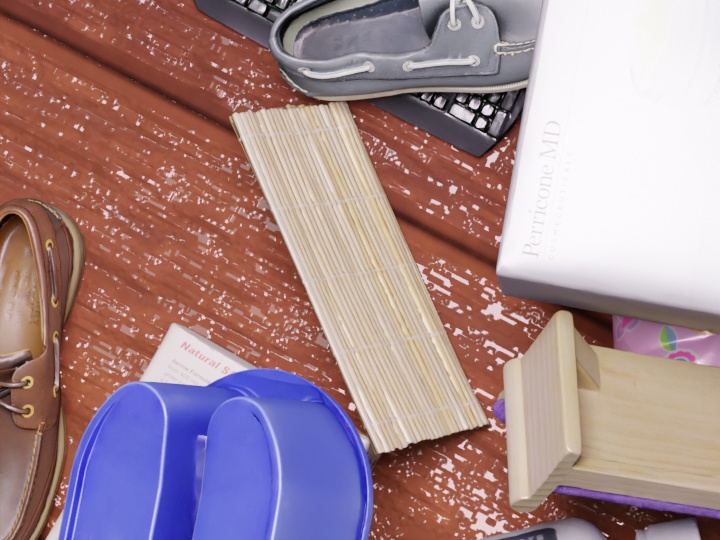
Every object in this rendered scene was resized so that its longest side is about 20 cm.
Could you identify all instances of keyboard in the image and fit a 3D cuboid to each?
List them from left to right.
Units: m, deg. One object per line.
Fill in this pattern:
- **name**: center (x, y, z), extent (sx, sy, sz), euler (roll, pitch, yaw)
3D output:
- **keyboard**: center (0.014, -0.159, 1.446), extent (0.199, 0.021, 0.128), euler (28, 97, 9)

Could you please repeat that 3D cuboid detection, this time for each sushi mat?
- **sushi mat**: center (0.000, 0.000, 1.405), extent (0.012, 0.095, 0.201), euler (-32, 77, 40)

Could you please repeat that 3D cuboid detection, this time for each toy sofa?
- **toy sofa**: center (0.168, 0.092, 1.320), extent (0.199, 0.098, 0.083), euler (10, 56, -18)

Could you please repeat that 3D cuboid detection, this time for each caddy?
- **caddy**: center (-0.070, 0.145, 1.310), extent (0.141, 0.105, 0.201), euler (7, 83, 32)

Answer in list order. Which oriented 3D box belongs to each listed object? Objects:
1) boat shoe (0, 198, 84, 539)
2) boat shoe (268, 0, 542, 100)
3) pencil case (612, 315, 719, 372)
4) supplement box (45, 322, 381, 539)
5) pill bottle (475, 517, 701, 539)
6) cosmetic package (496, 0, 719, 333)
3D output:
- **boat shoe**: center (-0.197, 0.058, 1.431), extent (0.072, 0.068, 0.201), euler (6, 83, 8)
- **boat shoe**: center (0.045, -0.132, 1.392), extent (0.199, 0.062, 0.073), euler (-10, 78, 18)
- **pencil case**: center (0.172, -0.031, 1.384), extent (0.087, 0.087, 0.201), euler (-2, 82, 7)
- **supplement box**: center (-0.092, 0.146, 1.402), extent (0.126, 0.074, 0.201), euler (31, 88, 11)
- **pill bottle**: center (0.085, 0.192, 1.349), extent (0.199, 0.120, 0.120), euler (-13, 81, 6)
- **cosmetic package**: center (0.179, -0.073, 1.285), extent (0.199, 0.123, 0.201), euler (9, 85, 7)
